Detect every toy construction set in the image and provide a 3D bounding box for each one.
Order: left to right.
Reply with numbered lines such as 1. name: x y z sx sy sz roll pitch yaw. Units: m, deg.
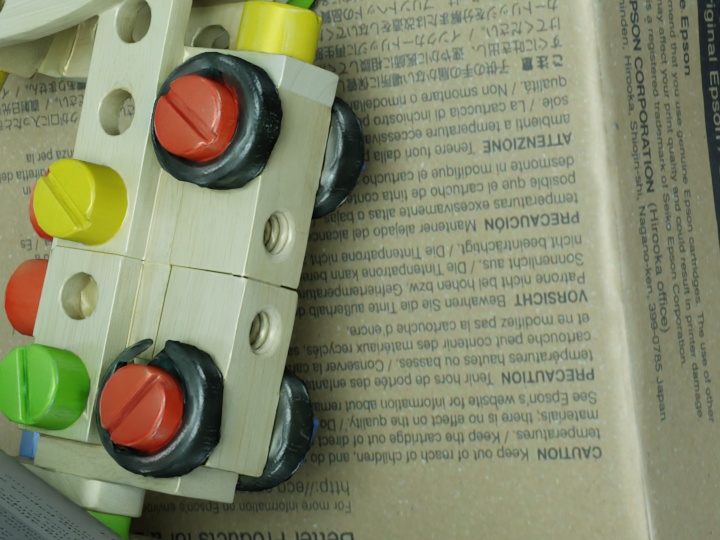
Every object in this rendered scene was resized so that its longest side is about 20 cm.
1. toy construction set: -0.064 -0.009 0.680 0.131 0.092 0.200 8 101 35

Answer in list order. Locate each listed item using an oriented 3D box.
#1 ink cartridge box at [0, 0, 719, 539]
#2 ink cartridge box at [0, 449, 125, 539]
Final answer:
1. ink cartridge box: 0.000 0.000 0.738 0.200 0.075 0.165 -3 94 37
2. ink cartridge box: -0.054 0.101 0.544 0.200 0.176 0.084 35 89 7
